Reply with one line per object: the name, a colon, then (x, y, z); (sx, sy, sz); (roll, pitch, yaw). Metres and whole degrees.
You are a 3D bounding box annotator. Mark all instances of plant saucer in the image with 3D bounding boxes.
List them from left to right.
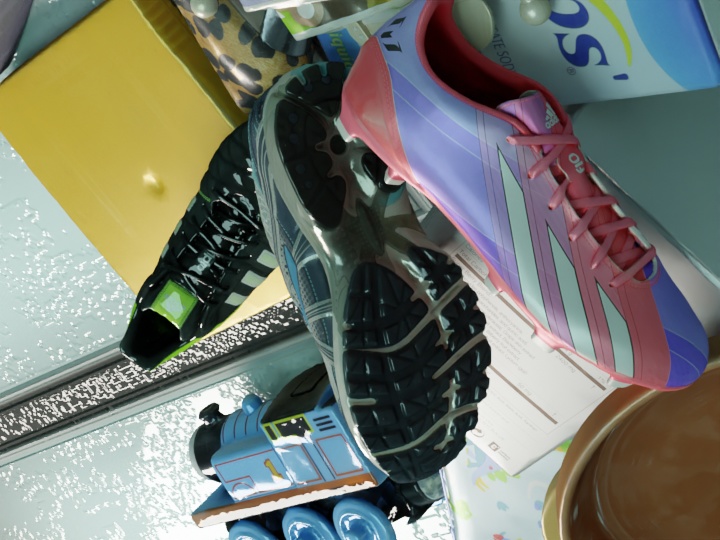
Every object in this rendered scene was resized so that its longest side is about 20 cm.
plant saucer: (0.189, 0.097, 0.926); (0.198, 0.032, 0.202); (-3, 132, -4)

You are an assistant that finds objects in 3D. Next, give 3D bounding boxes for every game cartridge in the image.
game cartridge: (-0.112, -0.058, 1.161); (0.176, 0.032, 0.201); (-25, 108, 47)

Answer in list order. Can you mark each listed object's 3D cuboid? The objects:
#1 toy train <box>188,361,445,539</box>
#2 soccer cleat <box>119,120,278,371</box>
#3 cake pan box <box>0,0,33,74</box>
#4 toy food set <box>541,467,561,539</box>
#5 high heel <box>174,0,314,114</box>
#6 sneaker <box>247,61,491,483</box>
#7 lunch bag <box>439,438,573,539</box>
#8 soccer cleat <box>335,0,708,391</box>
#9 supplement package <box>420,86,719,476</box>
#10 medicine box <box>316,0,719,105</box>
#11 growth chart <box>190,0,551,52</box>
toy train: (-0.030, 0.121, 1.229); (0.199, 0.087, 0.115); (-19, 106, 47)
soccer cleat: (-0.077, -0.009, 1.092); (0.067, 0.081, 0.200); (38, 140, 1)
cake pan box: (-0.237, -0.120, 1.061); (0.052, 0.201, 0.185); (32, 142, 2)
toy food set: (0.207, 0.119, 1.002); (0.197, 0.049, 0.200); (28, 120, -19)
high heel: (-0.113, -0.161, 1.027); (0.198, 0.072, 0.143); (21, 132, 6)
sneaker: (0.000, 0.000, 0.935); (0.086, 0.077, 0.202); (5, 113, 67)
lunch bag: (0.132, 0.137, 1.121); (0.159, 0.083, 0.201); (11, 132, 28)
soccer cleat: (0.077, -0.031, 0.835); (0.200, 0.067, 0.077); (43, 127, 4)
supplement package: (0.108, -0.012, 0.968); (0.120, 0.121, 0.200); (41, 139, -5)
medicine box: (0.062, -0.172, 0.867); (0.199, 0.103, 0.183); (-3, 125, 39)
growth chart: (-0.020, -0.155, 0.851); (0.198, 0.018, 0.146); (4, 130, 34)
